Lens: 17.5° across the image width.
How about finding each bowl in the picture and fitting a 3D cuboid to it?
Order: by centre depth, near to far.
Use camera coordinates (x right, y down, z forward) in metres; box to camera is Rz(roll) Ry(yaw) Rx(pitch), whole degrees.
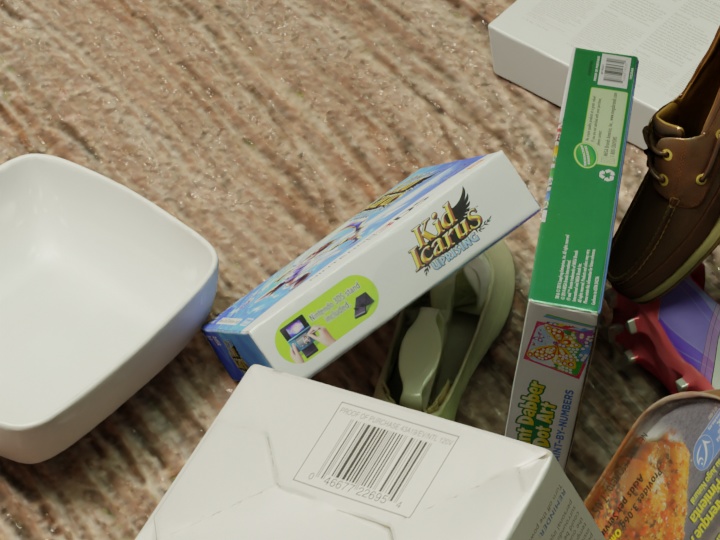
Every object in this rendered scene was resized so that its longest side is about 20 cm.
[{"bbox_3d":[-0.207,0.031,1.486,0.199,0.075,0.200,29,55,30],"label":"bowl"}]

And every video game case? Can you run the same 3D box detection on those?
[{"bbox_3d":[0.000,0.000,1.401,0.181,0.046,0.200,-35,6,-10],"label":"video game case"}]

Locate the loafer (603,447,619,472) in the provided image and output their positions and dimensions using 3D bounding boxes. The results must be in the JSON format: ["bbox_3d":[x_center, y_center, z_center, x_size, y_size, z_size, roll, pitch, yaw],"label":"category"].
[{"bbox_3d":[0.200,0.122,1.287,0.068,0.076,0.199,-13,4,-40],"label":"loafer"}]

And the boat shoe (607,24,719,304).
[{"bbox_3d":[0.195,-0.072,1.373,0.067,0.201,0.072,21,25,-23],"label":"boat shoe"}]

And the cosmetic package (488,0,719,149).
[{"bbox_3d":[0.211,-0.156,1.601,0.200,0.052,0.151,31,62,32],"label":"cosmetic package"}]

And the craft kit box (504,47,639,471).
[{"bbox_3d":[0.119,0.009,1.368,0.048,0.198,0.201,8,49,6],"label":"craft kit box"}]

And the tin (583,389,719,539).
[{"bbox_3d":[0.169,0.152,1.245,0.042,0.201,0.112,-2,43,-42],"label":"tin"}]

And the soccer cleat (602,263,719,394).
[{"bbox_3d":[0.216,0.066,1.394,0.076,0.067,0.200,-20,45,-14],"label":"soccer cleat"}]

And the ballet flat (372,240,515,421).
[{"bbox_3d":[0.051,0.032,1.450,0.069,0.070,0.201,6,49,16],"label":"ballet flat"}]

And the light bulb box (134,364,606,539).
[{"bbox_3d":[0.026,0.171,1.152,0.198,0.200,0.125,15,60,39],"label":"light bulb box"}]
